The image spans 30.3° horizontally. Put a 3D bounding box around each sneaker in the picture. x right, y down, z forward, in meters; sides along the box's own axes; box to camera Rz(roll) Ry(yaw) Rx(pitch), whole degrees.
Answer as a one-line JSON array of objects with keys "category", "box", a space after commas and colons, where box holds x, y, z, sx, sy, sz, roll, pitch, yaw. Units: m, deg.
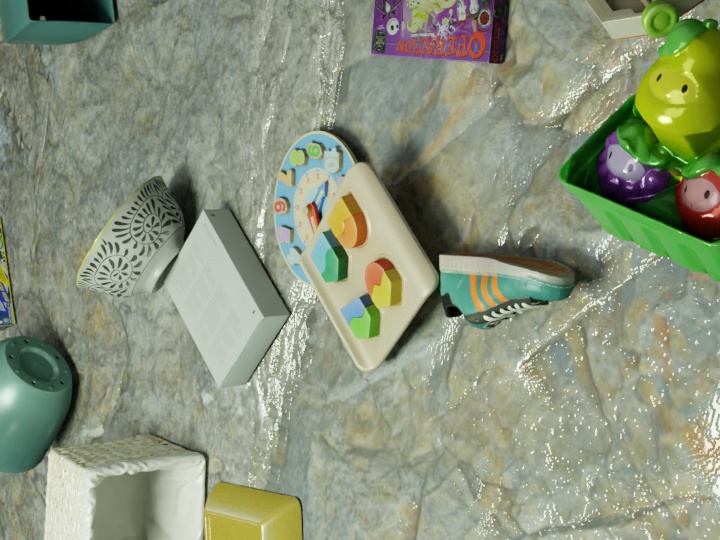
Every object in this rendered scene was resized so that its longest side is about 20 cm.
[{"category": "sneaker", "box": [0.158, 0.026, 1.438, 0.200, 0.071, 0.081, 9, 100, 57]}]

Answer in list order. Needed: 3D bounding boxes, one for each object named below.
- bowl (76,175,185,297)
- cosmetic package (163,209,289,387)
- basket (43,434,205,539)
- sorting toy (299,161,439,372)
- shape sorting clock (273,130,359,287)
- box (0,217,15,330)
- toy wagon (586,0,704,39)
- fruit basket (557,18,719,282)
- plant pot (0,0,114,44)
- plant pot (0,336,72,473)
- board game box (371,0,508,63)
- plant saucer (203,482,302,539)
[{"category": "bowl", "box": [-0.312, -0.029, 1.921, 0.094, 0.201, 0.201, 35, 125, 4]}, {"category": "cosmetic package", "box": [-0.190, 0.038, 1.852, 0.201, 0.051, 0.151, 58, 134, 29]}, {"category": "basket", "box": [-0.349, 0.354, 1.950, 0.160, 0.197, 0.202, 16, 105, 50]}, {"category": "sorting toy", "box": [0.000, 0.000, 1.581, 0.186, 0.036, 0.200, 60, 142, 21]}, {"category": "shape sorting clock", "box": [-0.056, -0.077, 1.698, 0.199, 0.039, 0.202, 4, 95, 49]}, {"category": "box", "box": [-0.680, 0.009, 2.406, 0.064, 0.070, 0.202, -21, 76, 50]}, {"category": "toy wagon", "box": [0.302, -0.291, 1.219, 0.199, 0.040, 0.156, -33, 34, 13]}, {"category": "fruit basket", "box": [0.287, -0.111, 1.186, 0.215, 0.155, 0.216, 41, 163, 15]}, {"category": "plant pot", "box": [-0.502, -0.434, 2.122, 0.200, 0.140, 0.142, -15, 82, 56]}, {"category": "plant pot", "box": [-0.572, 0.208, 2.209, 0.161, 0.200, 0.201, -49, 57, 25]}, {"category": "board game box", "box": [0.089, -0.302, 1.524, 0.199, 0.032, 0.121, 14, 107, 48]}, {"category": "plant saucer", "box": [-0.157, 0.406, 1.842, 0.199, 0.048, 0.202, 0, 92, 49]}]
